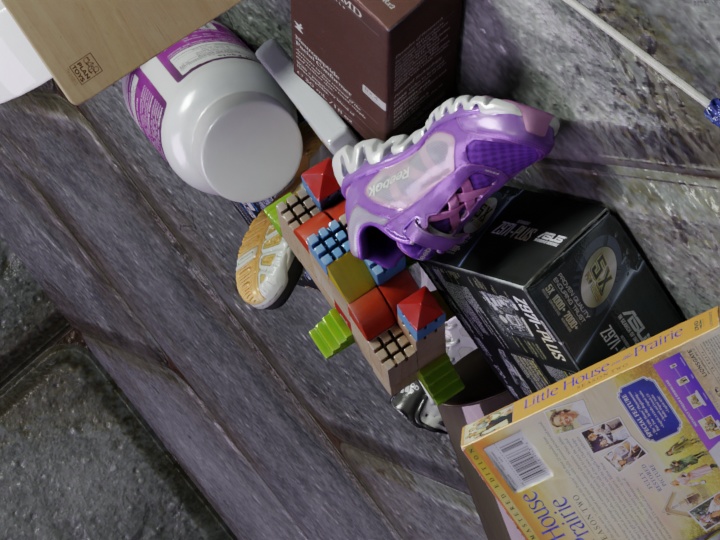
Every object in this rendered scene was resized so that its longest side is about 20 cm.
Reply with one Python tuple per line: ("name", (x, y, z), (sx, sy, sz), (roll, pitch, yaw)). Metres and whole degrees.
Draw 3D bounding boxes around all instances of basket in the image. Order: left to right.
("basket", (0.148, 0.158, 1.891), (0.136, 0.180, 0.200), (-13, 113, 38))

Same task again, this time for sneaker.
("sneaker", (-0.033, -0.035, 1.904), (0.076, 0.200, 0.088), (-28, 120, 39))
("sneaker", (0.056, -0.054, 1.612), (0.080, 0.089, 0.200), (21, 153, -33))
("sneaker", (0.068, 0.063, 1.935), (0.076, 0.115, 0.201), (34, 159, 45))

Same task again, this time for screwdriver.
("screwdriver", (0.182, -0.102, 1.351), (0.200, 0.028, 0.029), (40, -168, 20))

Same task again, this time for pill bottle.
("pill bottle", (-0.114, -0.125, 1.928), (0.112, 0.112, 0.200), (57, 176, -29))

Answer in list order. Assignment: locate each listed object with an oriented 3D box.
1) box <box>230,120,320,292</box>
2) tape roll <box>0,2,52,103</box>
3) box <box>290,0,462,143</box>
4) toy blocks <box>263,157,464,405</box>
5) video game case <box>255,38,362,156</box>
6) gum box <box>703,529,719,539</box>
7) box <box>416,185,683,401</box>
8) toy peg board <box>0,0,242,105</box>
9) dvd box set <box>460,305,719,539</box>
("box", (-0.064, -0.065, 2.129), (0.200, 0.050, 0.198), (54, 164, -18))
("tape roll", (-0.256, -0.223, 1.986), (0.071, 0.202, 0.202), (55, 164, -21))
("box", (0.010, -0.166, 1.614), (0.100, 0.075, 0.200), (44, 163, 16))
("toy blocks", (0.000, 0.000, 1.744), (0.200, 0.100, 0.137), (55, 172, 16))
("video game case", (0.005, -0.075, 1.816), (0.182, 0.023, 0.200), (49, -178, -30))
("gum box", (0.265, 0.256, 1.857), (0.066, 0.113, 0.200), (46, 165, 8))
("box", (0.154, 0.047, 1.705), (0.200, 0.086, 0.164), (54, 165, -22))
("toy peg board", (-0.179, -0.261, 1.711), (0.200, 0.199, 0.098), (58, 178, -32))
("dvd box set", (0.188, 0.124, 1.624), (0.146, 0.200, 0.029), (54, -158, -23))
